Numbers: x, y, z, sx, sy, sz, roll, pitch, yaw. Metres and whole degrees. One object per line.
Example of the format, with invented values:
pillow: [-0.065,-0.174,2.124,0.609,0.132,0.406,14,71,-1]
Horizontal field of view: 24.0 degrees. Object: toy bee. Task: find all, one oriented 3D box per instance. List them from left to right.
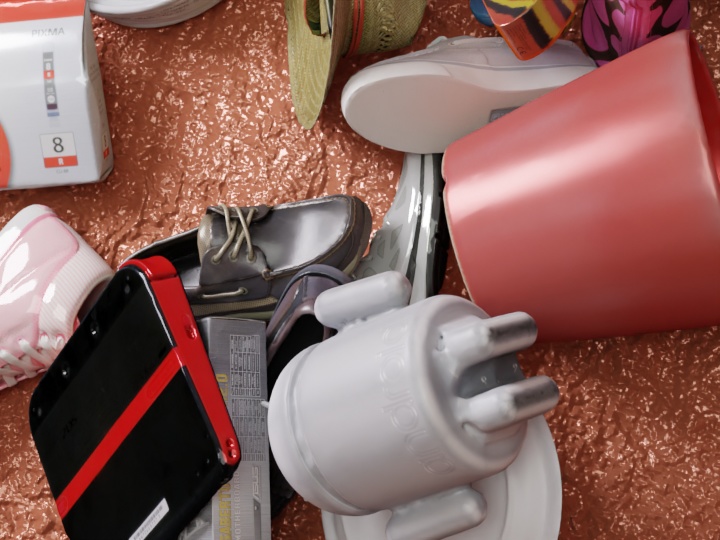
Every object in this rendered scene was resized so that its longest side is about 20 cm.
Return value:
toy bee: [0.103,-0.231,1.164,0.109,0.131,0.200,-38,59,5]

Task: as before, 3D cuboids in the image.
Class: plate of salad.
plate of salad: [0.055,0.148,1.116,0.200,0.048,0.201,-7,79,41]

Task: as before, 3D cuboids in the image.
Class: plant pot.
plant pot: [0.159,-0.041,1.116,0.177,0.200,0.201,-15,77,17]

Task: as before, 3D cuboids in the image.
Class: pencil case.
pencil case: [0.185,-0.190,1.124,0.090,0.200,0.094,19,82,13]

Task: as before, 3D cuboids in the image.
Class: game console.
game console: [-0.156,0.108,1.140,0.200,0.031,0.177,-50,55,38]

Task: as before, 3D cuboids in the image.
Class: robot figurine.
robot figurine: [0.023,0.085,1.045,0.200,0.113,0.170,-24,78,36]

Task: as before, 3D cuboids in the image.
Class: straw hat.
straw hat: [0.003,-0.198,1.190,0.085,0.201,0.202,0,79,-13]

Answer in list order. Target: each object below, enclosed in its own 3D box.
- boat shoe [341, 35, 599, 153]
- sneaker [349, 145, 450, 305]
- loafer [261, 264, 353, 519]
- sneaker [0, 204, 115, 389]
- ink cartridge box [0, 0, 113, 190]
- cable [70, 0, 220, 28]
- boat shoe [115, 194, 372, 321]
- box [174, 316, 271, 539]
boat shoe: [0.076,-0.132,1.172,0.199,0.072,0.069,-8,47,-17]
sneaker: [0.000,0.000,1.189,0.115,0.076,0.201,6,83,10]
loafer: [-0.057,0.092,1.149,0.072,0.063,0.201,21,112,2]
sneaker: [-0.254,0.057,1.226,0.105,0.075,0.200,34,83,20]
ink cartridge box: [-0.275,-0.158,1.240,0.162,0.050,0.201,-4,111,10]
cable: [-0.163,-0.283,1.277,0.200,0.069,0.200,41,90,14]
boat shoe: [-0.086,-0.006,1.176,0.199,0.073,0.075,-23,51,24]
box: [-0.123,0.141,1.152,0.158,0.048,0.201,-14,75,52]
